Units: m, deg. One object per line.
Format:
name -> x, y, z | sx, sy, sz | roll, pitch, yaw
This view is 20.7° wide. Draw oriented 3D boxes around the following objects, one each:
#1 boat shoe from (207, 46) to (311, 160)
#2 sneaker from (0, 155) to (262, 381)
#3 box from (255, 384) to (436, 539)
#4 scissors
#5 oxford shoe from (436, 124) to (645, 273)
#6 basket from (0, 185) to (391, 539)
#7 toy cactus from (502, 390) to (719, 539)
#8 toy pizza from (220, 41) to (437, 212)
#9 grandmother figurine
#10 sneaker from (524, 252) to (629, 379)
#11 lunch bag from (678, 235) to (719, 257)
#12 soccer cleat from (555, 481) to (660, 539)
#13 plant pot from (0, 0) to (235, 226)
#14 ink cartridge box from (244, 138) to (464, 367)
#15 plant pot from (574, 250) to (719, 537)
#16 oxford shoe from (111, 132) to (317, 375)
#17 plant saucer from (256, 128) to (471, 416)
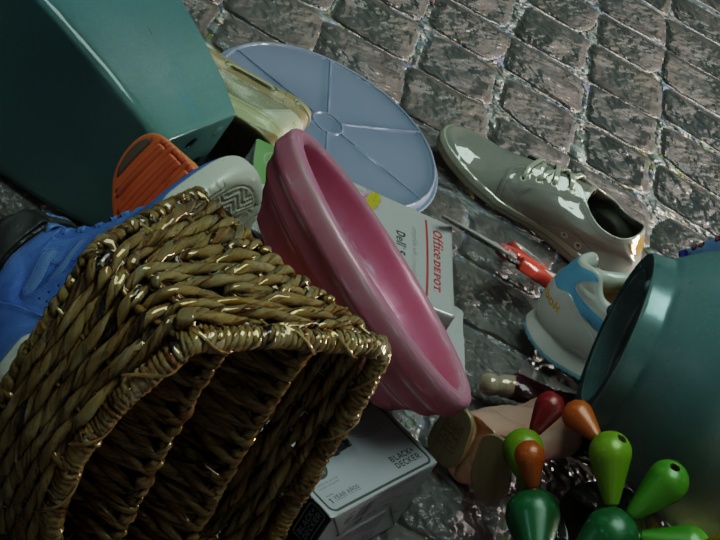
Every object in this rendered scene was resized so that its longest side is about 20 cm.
boat shoe -> -0.131, -0.144, 1.425 | 0.200, 0.073, 0.063 | 31, 51, 11
sneaker -> -0.155, -0.015, 1.146 | 0.111, 0.200, 0.077 | 49, 7, 32
box -> -0.063, 0.083, 1.207 | 0.200, 0.060, 0.116 | 45, 33, 18
scissors -> 0.117, -0.009, 1.468 | 0.073, 0.014, 0.200 | 42, 7, 21
oxford shoe -> 0.151, -0.064, 1.606 | 0.199, 0.058, 0.075 | 36, 34, 8
basket -> -0.102, 0.085, 1.033 | 0.149, 0.201, 0.143 | 39, 31, 11
toy cactus -> 0.133, 0.175, 1.188 | 0.200, 0.165, 0.102 | 43, -9, 30
toy pizza -> -0.032, -0.102, 1.519 | 0.199, 0.032, 0.201 | 23, 34, -16
grandmother figurine -> 0.130, 0.107, 1.352 | 0.199, 0.061, 0.121 | -5, 43, -49
sneaker -> 0.225, 0.057, 1.467 | 0.198, 0.081, 0.077 | 23, 31, -17
lunch bag -> 0.322, 0.063, 1.388 | 0.094, 0.150, 0.202 | 19, 58, -44
soccer cleat -> 0.196, 0.213, 1.256 | 0.083, 0.065, 0.201 | 6, 40, -40
plant pot -> -0.193, -0.134, 1.327 | 0.200, 0.142, 0.141 | 47, 34, 10
ink cartridge box -> 0.000, 0.000, 1.370 | 0.198, 0.068, 0.118 | 24, 32, -15
plant pot -> 0.221, 0.069, 1.276 | 0.133, 0.201, 0.201 | 25, 32, -3
oxford shoe -> -0.087, 0.000, 1.195 | 0.073, 0.071, 0.201 | 23, 30, -56
plant saucer -> -0.004, 0.009, 1.215 | 0.201, 0.051, 0.201 | 56, 9, -13
